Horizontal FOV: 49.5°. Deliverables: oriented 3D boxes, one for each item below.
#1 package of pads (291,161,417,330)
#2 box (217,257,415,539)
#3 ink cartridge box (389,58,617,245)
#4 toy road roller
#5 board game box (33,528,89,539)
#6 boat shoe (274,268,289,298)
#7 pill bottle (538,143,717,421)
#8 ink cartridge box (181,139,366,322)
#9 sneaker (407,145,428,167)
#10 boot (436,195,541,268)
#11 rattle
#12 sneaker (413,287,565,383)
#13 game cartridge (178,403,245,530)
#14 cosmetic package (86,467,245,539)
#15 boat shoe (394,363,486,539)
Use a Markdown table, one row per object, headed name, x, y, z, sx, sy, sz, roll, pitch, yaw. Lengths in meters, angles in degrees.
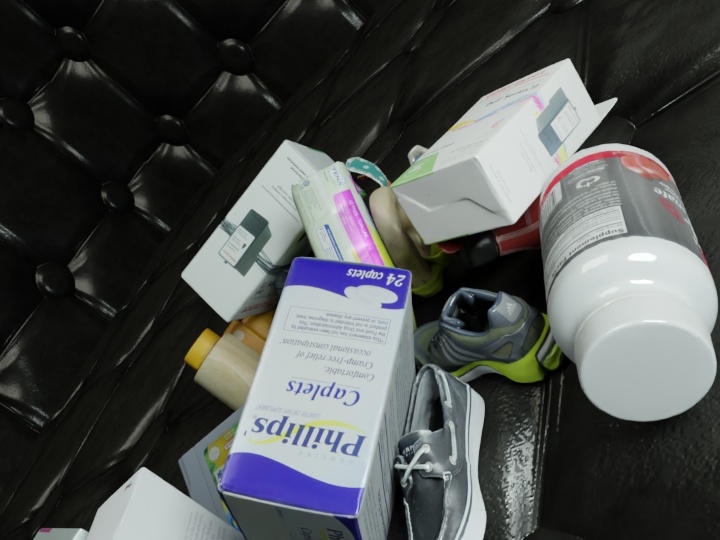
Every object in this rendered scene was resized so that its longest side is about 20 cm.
| name | x | y | z | sx | sy | sz | roll | pitch | yaw |
| --- | --- | --- | --- | --- | --- | --- | --- | --- | --- |
| package of pads | 0.000 | 0.000 | 0.807 | 0.067 | 0.157 | 0.200 | -25 | -16 | 1 |
| box | -0.021 | 0.127 | 0.631 | 0.185 | 0.103 | 0.203 | 82 | -161 | -52 |
| ink cartridge box | 0.131 | -0.115 | 0.695 | 0.200 | 0.068 | 0.116 | -45 | 19 | -32 |
| toy road roller | -0.131 | 0.104 | 0.996 | 0.147 | 0.122 | 0.200 | -55 | -1 | -11 |
| board game box | -0.227 | 0.327 | 0.758 | 0.147 | 0.199 | 0.065 | -22 | 32 | 52 |
| boat shoe | -0.058 | 0.033 | 0.954 | 0.065 | 0.076 | 0.199 | -5 | -6 | 9 |
| pill bottle | 0.185 | 0.004 | 0.551 | 0.110 | 0.110 | 0.202 | -38 | 22 | 30 |
| ink cartridge box | -0.099 | -0.043 | 0.921 | 0.201 | 0.083 | 0.146 | -49 | -9 | 13 |
| sneaker | 0.097 | -0.095 | 0.965 | 0.075 | 0.090 | 0.201 | -46 | 20 | 11 |
| boot | 0.137 | -0.074 | 0.782 | 0.142 | 0.073 | 0.201 | -16 | 28 | 7 |
| rattle | 0.073 | -0.082 | 0.877 | 0.143 | 0.129 | 0.202 | -43 | 37 | 26 |
| sneaker | 0.098 | 0.052 | 0.708 | 0.199 | 0.081 | 0.075 | -18 | 36 | 58 |
| game cartridge | -0.112 | 0.218 | 0.832 | 0.199 | 0.135 | 0.040 | -41 | -22 | 28 |
| cosmetic package | -0.136 | 0.271 | 0.654 | 0.071 | 0.199 | 0.102 | -41 | 20 | 21 |
| boat shoe | 0.058 | 0.157 | 0.625 | 0.071 | 0.068 | 0.202 | -36 | 24 | 35 |
